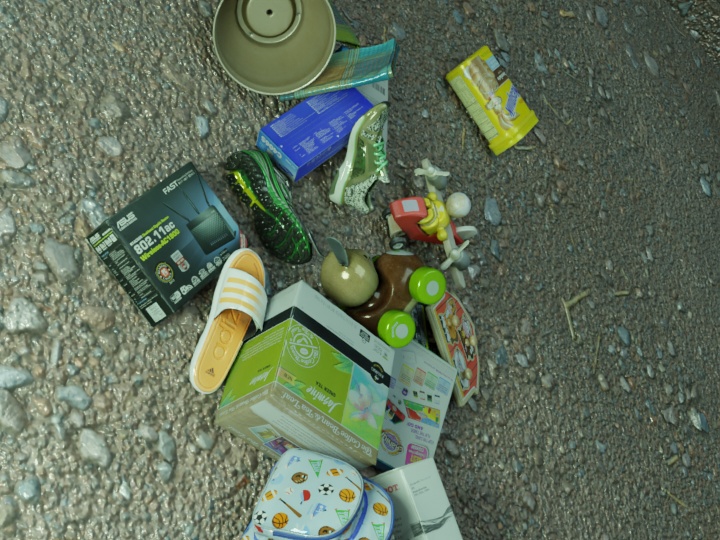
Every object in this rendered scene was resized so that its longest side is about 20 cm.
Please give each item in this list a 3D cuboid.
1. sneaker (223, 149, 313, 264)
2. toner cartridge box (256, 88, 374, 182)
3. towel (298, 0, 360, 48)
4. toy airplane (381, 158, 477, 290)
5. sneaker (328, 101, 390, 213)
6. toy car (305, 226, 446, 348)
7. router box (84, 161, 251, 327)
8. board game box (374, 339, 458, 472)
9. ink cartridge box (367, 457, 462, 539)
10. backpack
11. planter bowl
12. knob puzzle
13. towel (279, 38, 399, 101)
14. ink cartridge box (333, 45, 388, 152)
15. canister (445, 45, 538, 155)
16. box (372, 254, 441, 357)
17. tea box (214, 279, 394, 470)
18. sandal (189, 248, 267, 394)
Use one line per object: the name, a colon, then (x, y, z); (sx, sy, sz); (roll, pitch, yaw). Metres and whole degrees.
sneaker: (-0.126, -0.104, 1.556); (0.085, 0.078, 0.202); (-29, 90, -51)
toner cartridge box: (-0.069, -0.236, 1.652); (0.095, 0.043, 0.199); (43, 58, 13)
towel: (-0.093, -0.472, 1.798); (0.142, 0.023, 0.201); (-6, 52, -50)
toy airplane: (0.150, -0.088, 1.795); (0.201, 0.140, 0.200); (49, 36, -10)
sneaker: (0.022, -0.183, 1.663); (0.088, 0.202, 0.077); (31, 29, 17)
toy car: (0.000, 0.000, 1.522); (0.200, 0.164, 0.159); (44, 76, -28)
router box: (-0.260, -0.040, 1.384); (0.151, 0.062, 0.200); (53, 40, -9)
board game box: (0.066, 0.215, 1.567); (0.152, 0.040, 0.203); (34, 62, -30)
ink cartridge box: (0.067, 0.386, 1.427); (0.083, 0.145, 0.203); (-8, 74, -48)
backpack: (-0.048, 0.333, 1.287); (0.187, 0.156, 0.201); (15, 45, 11)
planter bowl: (-0.145, -0.409, 1.644); (0.199, 0.200, 0.135); (37, 19, -27)
knob puzzle: (0.180, 0.120, 1.751); (0.220, 0.030, 0.223); (49, 33, -46)
towel: (-0.034, -0.340, 1.690); (0.148, 0.196, 0.022); (-80, 158, -56)
ink cartridge box: (-0.013, -0.285, 1.790); (0.115, 0.067, 0.203); (25, 51, -32)
canister: (0.281, -0.367, 2.146); (0.201, 0.086, 0.149); (54, 39, -7)
box: (0.078, 0.090, 1.693); (0.159, 0.044, 0.204); (18, 56, -41)
tea box: (-0.072, 0.162, 1.415); (0.199, 0.133, 0.199); (36, 46, -28)
sandal: (-0.167, 0.073, 1.374); (0.079, 0.059, 0.210); (32, 69, -40)
